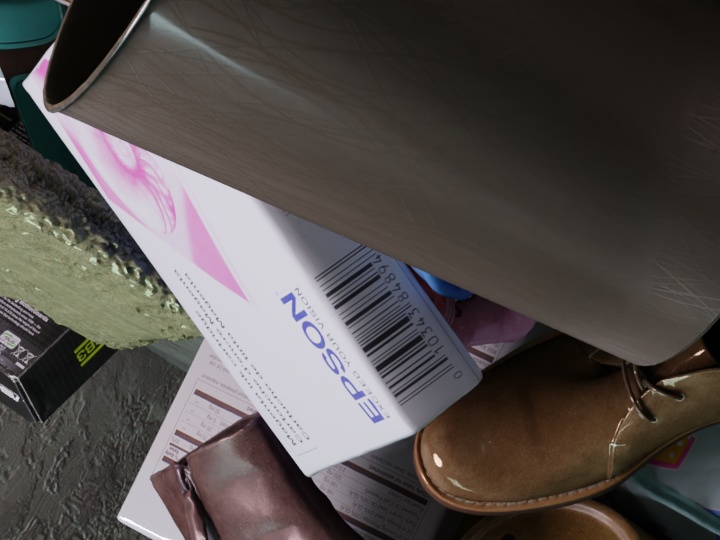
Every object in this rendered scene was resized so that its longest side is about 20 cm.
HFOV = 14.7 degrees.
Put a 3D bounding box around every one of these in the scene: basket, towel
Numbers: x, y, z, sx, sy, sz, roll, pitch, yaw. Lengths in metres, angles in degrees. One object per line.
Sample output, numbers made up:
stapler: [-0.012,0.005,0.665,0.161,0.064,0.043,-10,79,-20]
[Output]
basket: [0.025,-0.064,0.840,0.199,0.136,0.180,27,169,-15]
towel: [-0.151,-0.023,1.216,0.200,0.037,0.148,31,163,-22]

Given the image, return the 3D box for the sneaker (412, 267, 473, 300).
sneaker: [0.020,-0.054,1.010,0.200,0.105,0.076,23,171,37]

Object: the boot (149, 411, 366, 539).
boot: [-0.037,0.154,1.221,0.167,0.072,0.200,55,146,3]

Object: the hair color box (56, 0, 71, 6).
hair color box: [-0.162,-0.166,1.128,0.199,0.061,0.099,24,172,31]

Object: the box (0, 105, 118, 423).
box: [-0.165,-0.042,1.413,0.200,0.193,0.048,30,154,33]

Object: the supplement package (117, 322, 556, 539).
supplement package: [0.015,0.070,1.335,0.150,0.201,0.152,25,177,24]

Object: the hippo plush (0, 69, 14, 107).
hippo plush: [-0.233,-0.100,1.336,0.200,0.161,0.159,40,173,-5]

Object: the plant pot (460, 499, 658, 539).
plant pot: [0.103,0.193,1.249,0.186,0.187,0.200,25,154,32]

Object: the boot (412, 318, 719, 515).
boot: [0.114,0.043,1.152,0.075,0.199,0.074,72,179,-72]

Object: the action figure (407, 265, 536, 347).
action figure: [0.000,0.000,1.138,0.134,0.149,0.200,35,-177,-10]

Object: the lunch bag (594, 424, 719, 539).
lunch bag: [0.217,0.102,1.269,0.199,0.122,0.170,27,172,2]

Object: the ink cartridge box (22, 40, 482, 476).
ink cartridge box: [-0.053,-0.013,1.079,0.197,0.043,0.200,54,159,-1]

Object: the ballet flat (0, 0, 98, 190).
ballet flat: [-0.132,-0.108,1.259,0.075,0.064,0.201,6,124,35]
